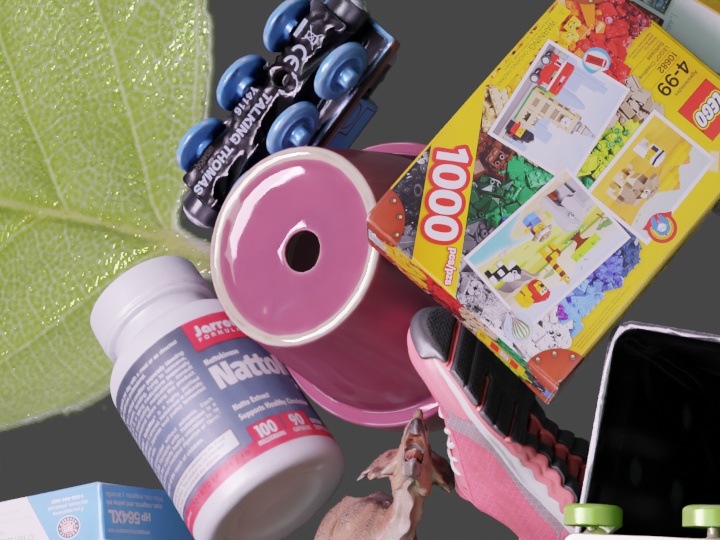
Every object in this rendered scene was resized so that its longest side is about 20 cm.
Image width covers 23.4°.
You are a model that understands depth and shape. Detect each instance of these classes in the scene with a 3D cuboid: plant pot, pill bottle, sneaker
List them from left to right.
[{"bbox_3d":[-0.109,0.091,1.238,0.120,0.119,0.201,-44,63,15],"label":"pill bottle"},{"bbox_3d":[0.000,0.000,1.160,0.198,0.179,0.203,-7,75,29],"label":"plant pot"},{"bbox_3d":[0.081,0.113,1.104,0.086,0.074,0.200,-29,110,33],"label":"sneaker"},{"bbox_3d":[0.247,0.152,0.987,0.198,0.177,0.202,8,85,30],"label":"plant pot"}]

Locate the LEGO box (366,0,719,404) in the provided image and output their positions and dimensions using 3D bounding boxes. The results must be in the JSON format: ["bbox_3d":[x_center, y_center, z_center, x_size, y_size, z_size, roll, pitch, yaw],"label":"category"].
[{"bbox_3d":[0.121,-0.048,1.019,0.149,0.077,0.200,40,82,8],"label":"LEGO box"}]

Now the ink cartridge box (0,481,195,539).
[{"bbox_3d":[-0.192,0.266,1.247,0.127,0.125,0.202,-14,72,27],"label":"ink cartridge box"}]

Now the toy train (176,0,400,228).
[{"bbox_3d":[-0.049,-0.109,1.248,0.087,0.114,0.201,43,102,26],"label":"toy train"}]

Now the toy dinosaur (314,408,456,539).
[{"bbox_3d":[0.006,0.177,1.178,0.199,0.085,0.137,-24,54,49],"label":"toy dinosaur"}]

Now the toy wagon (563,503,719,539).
[{"bbox_3d":[0.133,0.202,0.918,0.198,0.039,0.157,-3,78,30],"label":"toy wagon"}]

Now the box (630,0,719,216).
[{"bbox_3d":[0.211,-0.111,1.078,0.199,0.041,0.120,32,128,11],"label":"box"}]
